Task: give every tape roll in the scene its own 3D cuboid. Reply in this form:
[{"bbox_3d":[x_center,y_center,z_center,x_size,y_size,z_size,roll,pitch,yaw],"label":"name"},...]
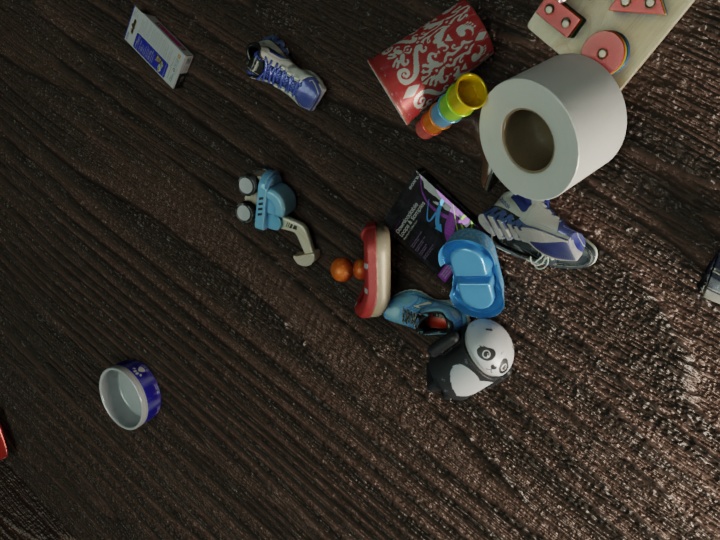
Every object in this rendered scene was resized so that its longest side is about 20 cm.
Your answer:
[{"bbox_3d":[0.314,-0.237,1.093,0.202,0.138,0.206,38,145,33],"label":"tape roll"}]

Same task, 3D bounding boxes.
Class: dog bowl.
[{"bbox_3d":[-0.708,0.379,2.038,0.196,0.078,0.205,11,111,29],"label":"dog bowl"},{"bbox_3d":[0.220,0.004,1.283,0.109,0.050,0.202,0,131,28],"label":"dog bowl"}]

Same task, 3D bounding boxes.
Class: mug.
[{"bbox_3d":[0.120,-0.392,1.196,0.198,0.133,0.179,-33,53,10],"label":"mug"}]

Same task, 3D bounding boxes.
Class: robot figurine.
[{"bbox_3d":[0.218,0.185,1.340,0.200,0.149,0.126,-41,69,35],"label":"robot figurine"}]

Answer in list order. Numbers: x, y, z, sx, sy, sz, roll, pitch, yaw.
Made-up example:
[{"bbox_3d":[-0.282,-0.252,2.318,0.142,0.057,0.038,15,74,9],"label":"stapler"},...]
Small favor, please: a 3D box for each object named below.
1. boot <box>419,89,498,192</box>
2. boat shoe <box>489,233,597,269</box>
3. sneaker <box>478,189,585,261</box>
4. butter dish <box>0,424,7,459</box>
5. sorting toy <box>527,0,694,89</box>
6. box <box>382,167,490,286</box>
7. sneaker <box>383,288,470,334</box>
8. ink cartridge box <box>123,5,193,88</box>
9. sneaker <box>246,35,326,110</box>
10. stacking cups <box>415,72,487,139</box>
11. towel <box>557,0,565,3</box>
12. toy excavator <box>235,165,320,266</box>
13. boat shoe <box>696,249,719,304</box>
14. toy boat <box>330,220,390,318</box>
[{"bbox_3d":[0.185,-0.263,1.255,0.197,0.064,0.191,19,102,24],"label":"boot"},{"bbox_3d":[0.335,-0.045,1.229,0.197,0.062,0.076,22,115,25],"label":"boat shoe"},{"bbox_3d":[0.315,-0.104,1.177,0.198,0.081,0.116,26,74,41],"label":"sneaker"},{"bbox_3d":[-1.482,0.649,2.600,0.195,0.148,0.205,-15,97,-6],"label":"butter dish"},{"bbox_3d":[0.395,-0.421,1.064,0.199,0.069,0.201,44,123,13],"label":"sorting toy"},{"bbox_3d":[0.152,-0.089,1.351,0.200,0.036,0.144,44,124,15],"label":"box"},{"bbox_3d":[0.127,0.091,1.392,0.197,0.089,0.080,3,107,35],"label":"sneaker"},{"bbox_3d":[-0.497,-0.549,1.628,0.200,0.037,0.095,44,124,11],"label":"ink cartridge box"},{"bbox_3d":[-0.177,-0.414,1.403,0.200,0.115,0.081,47,127,12],"label":"sneaker"},{"bbox_3d":[0.152,-0.274,1.163,0.061,0.060,0.200,62,161,1],"label":"stacking cups"},{"bbox_3d":[0.339,-0.533,1.025,0.029,0.148,0.201,18,124,-24],"label":"towel"},{"bbox_3d":[-0.181,-0.124,1.530,0.196,0.100,0.198,17,116,18],"label":"toy excavator"},{"bbox_3d":[0.644,0.026,1.040,0.197,0.074,0.095,22,124,26],"label":"boat shoe"},{"bbox_3d":[0.000,0.000,1.404,0.127,0.131,0.205,0,106,2],"label":"toy boat"}]
